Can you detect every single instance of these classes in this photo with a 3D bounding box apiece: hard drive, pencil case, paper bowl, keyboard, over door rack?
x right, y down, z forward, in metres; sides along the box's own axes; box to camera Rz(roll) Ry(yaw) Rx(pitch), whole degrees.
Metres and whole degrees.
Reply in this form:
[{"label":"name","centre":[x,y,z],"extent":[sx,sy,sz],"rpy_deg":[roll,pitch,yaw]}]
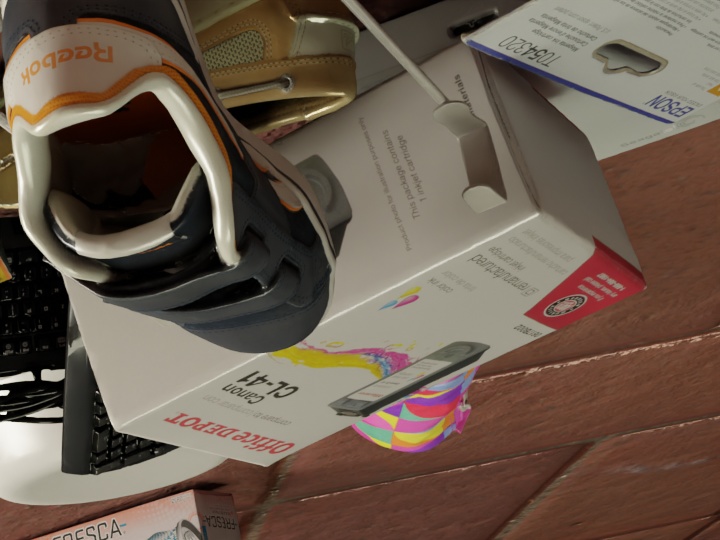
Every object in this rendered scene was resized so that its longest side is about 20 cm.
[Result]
[{"label":"hard drive","centre":[0.083,-0.086,0.962],"extent":[0.132,0.026,0.200],"rpy_deg":[-19,163,19]},{"label":"pencil case","centre":[0.034,0.053,1.299],"extent":[0.088,0.089,0.200],"rpy_deg":[-12,165,-4]},{"label":"paper bowl","centre":[-0.139,0.060,1.143],"extent":[0.200,0.105,0.201],"rpy_deg":[-11,165,-3]},{"label":"keyboard","centre":[-0.152,0.027,1.010],"extent":[0.199,0.104,0.040],"rpy_deg":[-7,-169,-21]},{"label":"keyboard","centre":[-0.080,0.011,0.992],"extent":[0.127,0.021,0.200],"rpy_deg":[-23,142,-32]},{"label":"over door rack","centre":[-0.060,-0.077,0.740],"extent":[0.147,0.067,0.200],"rpy_deg":[-20,137,20]}]

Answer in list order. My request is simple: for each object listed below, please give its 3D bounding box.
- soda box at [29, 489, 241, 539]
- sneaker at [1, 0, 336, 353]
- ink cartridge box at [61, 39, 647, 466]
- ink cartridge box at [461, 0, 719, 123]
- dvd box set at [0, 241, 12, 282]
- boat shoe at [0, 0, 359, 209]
[{"label":"soda box","centre":[-0.197,0.238,1.765],"extent":[0.200,0.069,0.064],"rpy_deg":[-20,163,25]},{"label":"sneaker","centre":[-0.063,-0.017,0.700],"extent":[0.078,0.080,0.200],"rpy_deg":[-16,140,14]},{"label":"ink cartridge box","centre":[0.000,0.000,0.894],"extent":[0.200,0.086,0.148],"rpy_deg":[-28,159,17]},{"label":"ink cartridge box","centre":[0.160,-0.130,0.827],"extent":[0.200,0.043,0.196],"rpy_deg":[-25,162,27]},{"label":"dvd box set","centre":[-0.241,0.005,0.812],"extent":[0.200,0.029,0.146],"rpy_deg":[-21,164,-5]},{"label":"boat shoe","centre":[-0.084,-0.055,0.834],"extent":[0.200,0.076,0.072],"rpy_deg":[-25,161,36]}]
